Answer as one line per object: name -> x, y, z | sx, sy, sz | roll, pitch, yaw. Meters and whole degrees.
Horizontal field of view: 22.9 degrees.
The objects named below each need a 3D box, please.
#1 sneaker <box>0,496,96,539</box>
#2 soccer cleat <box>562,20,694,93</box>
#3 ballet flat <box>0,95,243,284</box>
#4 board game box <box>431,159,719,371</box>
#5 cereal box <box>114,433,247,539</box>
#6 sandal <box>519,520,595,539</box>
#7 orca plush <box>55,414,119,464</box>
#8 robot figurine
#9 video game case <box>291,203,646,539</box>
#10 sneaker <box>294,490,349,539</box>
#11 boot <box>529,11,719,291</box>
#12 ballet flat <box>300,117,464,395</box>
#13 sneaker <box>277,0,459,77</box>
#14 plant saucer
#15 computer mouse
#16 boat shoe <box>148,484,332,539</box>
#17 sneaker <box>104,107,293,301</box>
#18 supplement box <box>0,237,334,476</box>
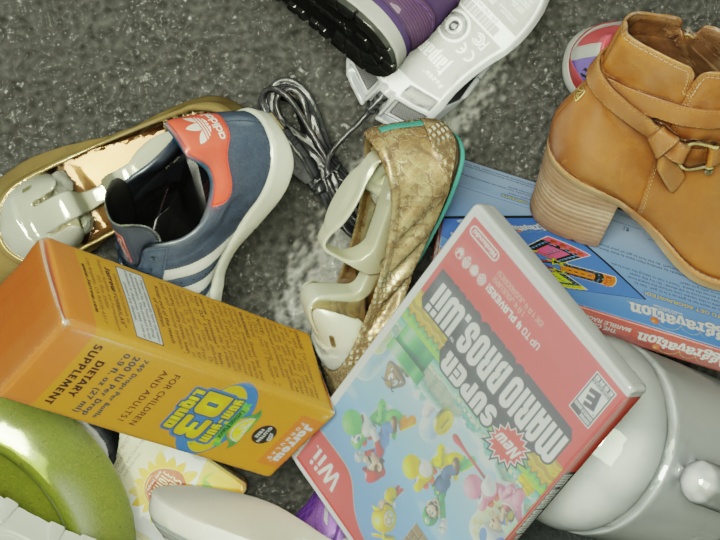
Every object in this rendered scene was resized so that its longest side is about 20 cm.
sneaker -> -0.176, 0.186, 0.975 | 0.200, 0.081, 0.076 | 37, 46, -5
soccer cleat -> 0.223, -0.109, 1.074 | 0.199, 0.073, 0.068 | 11, 91, -5
ballet flat -> -0.157, -0.050, 1.053 | 0.200, 0.063, 0.069 | -29, 94, -2
board game box -> 0.142, -0.003, 1.065 | 0.199, 0.103, 0.019 | 18, 130, -5
cereal box -> -0.188, 0.130, 1.071 | 0.200, 0.040, 0.144 | 36, 89, -4
sandal -> 0.079, 0.196, 1.092 | 0.199, 0.043, 0.076 | -14, 69, -6
orca plush -> -0.222, 0.044, 1.029 | 0.199, 0.071, 0.105 | 21, 132, 1
robot figurine -> 0.154, 0.102, 1.032 | 0.200, 0.169, 0.113 | 21, 87, -43
video game case -> 0.052, 0.084, 0.975 | 0.143, 0.017, 0.200 | 52, 120, 30
sneaker -> -0.060, 0.200, 1.069 | 0.088, 0.080, 0.201 | 24, 92, 3
boot -> 0.209, -0.068, 1.028 | 0.199, 0.074, 0.155 | 9, 137, -13
ballet flat -> 0.000, 0.000, 1.043 | 0.065, 0.071, 0.201 | 7, 112, -24
sneaker -> -0.025, -0.204, 1.047 | 0.200, 0.076, 0.088 | 42, 74, 13
plant saucer -> -0.228, 0.148, 1.017 | 0.199, 0.031, 0.201 | 5, 115, 10
computer mouse -> 0.034, -0.121, 1.077 | 0.200, 0.044, 0.110 | -43, 90, 4
boat shoe -> -0.043, 0.180, 0.998 | 0.200, 0.072, 0.069 | 20, 102, 26
sneaker -> -0.118, -0.010, 1.017 | 0.084, 0.075, 0.200 | 0, 127, -44
supplement box -> -0.109, 0.051, 0.983 | 0.200, 0.069, 0.067 | 21, 123, -43
